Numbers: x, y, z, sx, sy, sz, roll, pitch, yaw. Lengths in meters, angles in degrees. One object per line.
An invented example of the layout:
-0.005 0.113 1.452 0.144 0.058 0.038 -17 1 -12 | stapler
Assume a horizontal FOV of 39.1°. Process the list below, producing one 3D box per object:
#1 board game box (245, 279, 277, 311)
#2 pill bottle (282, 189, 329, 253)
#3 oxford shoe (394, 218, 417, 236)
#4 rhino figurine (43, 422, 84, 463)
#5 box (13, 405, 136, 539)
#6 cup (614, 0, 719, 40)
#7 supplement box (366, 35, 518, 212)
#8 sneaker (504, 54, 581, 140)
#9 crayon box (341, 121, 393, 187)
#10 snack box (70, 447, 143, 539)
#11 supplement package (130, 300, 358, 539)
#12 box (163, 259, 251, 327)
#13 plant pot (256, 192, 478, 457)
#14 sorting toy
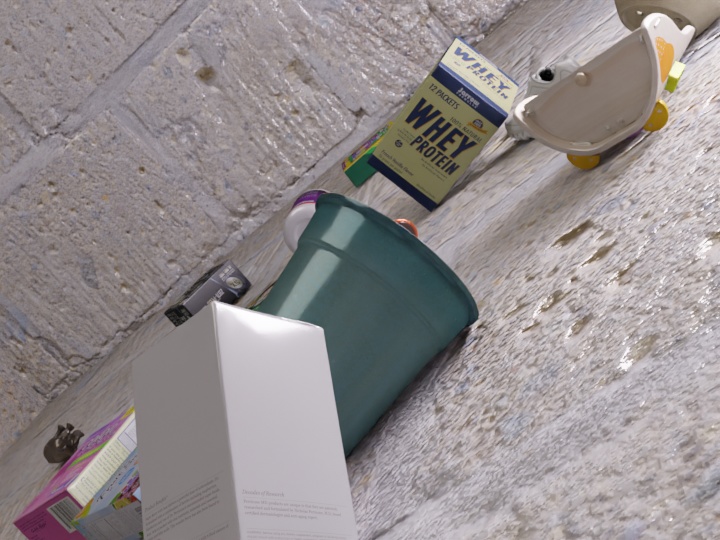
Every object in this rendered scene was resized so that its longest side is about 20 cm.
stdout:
-0.207 0.076 2.024 0.200 0.023 0.105 -42 13 -6 | board game box
-0.093 -0.101 2.075 0.112 0.113 0.200 -39 11 14 | pill bottle
0.000 0.000 1.458 0.200 0.071 0.073 -42 6 0 | oxford shoe
-0.668 0.396 2.294 0.200 0.060 0.088 -21 37 58 | rhino figurine
-0.384 0.314 1.504 0.175 0.097 0.200 -33 13 40 | box
0.397 -0.376 1.284 0.144 0.199 0.200 -70 15 -7 | cup
0.136 -0.240 1.637 0.200 0.134 0.200 -51 5 28 | supplement box
0.268 -0.252 1.471 0.075 0.081 0.200 -49 11 -27 | sneaker
0.035 -0.294 2.541 0.172 0.058 0.200 -40 11 6 | crayon box
-0.274 0.275 1.338 0.200 0.068 0.169 -33 14 46 | snack box
-0.093 0.146 0.791 0.121 0.119 0.202 -33 55 36 | supplement package
-0.374 0.070 2.473 0.164 0.086 0.200 -46 11 -24 | box
-0.020 0.065 0.984 0.197 0.200 0.200 -53 13 -13 | plant pot
0.309 -0.219 1.167 0.200 0.107 0.180 -31 8 48 | sorting toy
